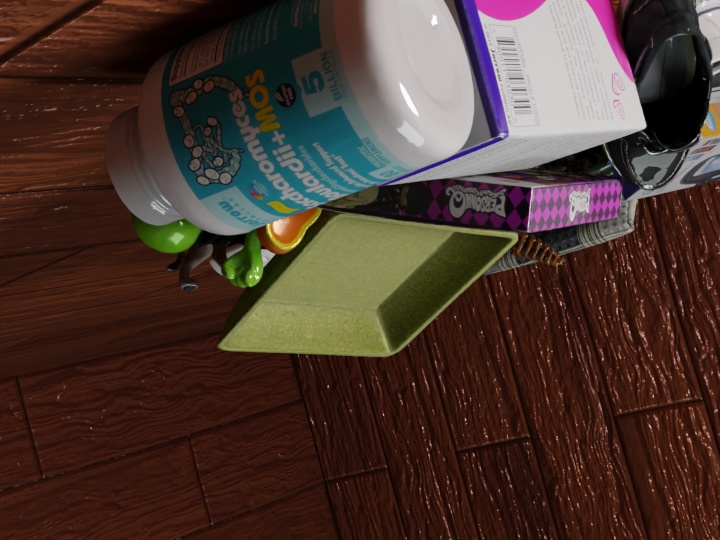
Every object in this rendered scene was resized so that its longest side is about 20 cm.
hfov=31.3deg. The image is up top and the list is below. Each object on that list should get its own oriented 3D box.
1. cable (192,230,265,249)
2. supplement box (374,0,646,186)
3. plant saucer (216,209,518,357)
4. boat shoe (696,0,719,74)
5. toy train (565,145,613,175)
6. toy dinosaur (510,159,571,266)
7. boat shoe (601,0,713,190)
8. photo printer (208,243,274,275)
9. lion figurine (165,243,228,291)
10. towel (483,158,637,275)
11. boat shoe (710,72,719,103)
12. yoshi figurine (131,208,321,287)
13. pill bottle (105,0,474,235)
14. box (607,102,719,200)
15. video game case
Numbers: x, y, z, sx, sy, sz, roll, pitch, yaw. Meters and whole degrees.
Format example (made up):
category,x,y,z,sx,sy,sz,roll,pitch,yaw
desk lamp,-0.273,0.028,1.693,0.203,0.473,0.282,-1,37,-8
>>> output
category,x,y,z,sx,sy,sz,roll,pitch,yaw
cable,-0.060,-0.047,1.151,0.197,0.052,0.163,4,-172,23
supplement box,0.089,-0.121,0.823,0.103,0.103,0.199,-18,175,39
plant saucer,0.000,0.000,1.084,0.198,0.048,0.200,5,143,-37
boat shoe,0.199,-0.135,0.989,0.199,0.067,0.073,-37,162,31
toy train,0.282,-0.161,1.249,0.113,0.086,0.199,-30,-177,-39
toy dinosaur,0.164,-0.072,1.371,0.136,0.201,0.102,-43,156,10
boat shoe,0.217,-0.117,0.916,0.073,0.067,0.201,-12,139,-7
photo printer,-0.070,-0.044,1.472,0.165,0.070,0.199,-18,175,30
lion figurine,-0.105,-0.043,1.279,0.198,0.124,0.072,5,155,-30
towel,0.225,-0.089,1.427,0.191,0.202,0.035,-19,130,34
boat shoe,0.273,-0.176,1.050,0.198,0.071,0.073,-4,-137,35
yoshi figurine,-0.119,-0.048,1.005,0.111,0.114,0.199,9,177,-27
pill bottle,-0.045,-0.086,0.704,0.198,0.112,0.110,-19,175,29
box,0.318,-0.116,1.152,0.198,0.042,0.119,-15,163,-29
video game case,0.081,-0.059,0.958,0.179,0.036,0.199,9,-171,29
